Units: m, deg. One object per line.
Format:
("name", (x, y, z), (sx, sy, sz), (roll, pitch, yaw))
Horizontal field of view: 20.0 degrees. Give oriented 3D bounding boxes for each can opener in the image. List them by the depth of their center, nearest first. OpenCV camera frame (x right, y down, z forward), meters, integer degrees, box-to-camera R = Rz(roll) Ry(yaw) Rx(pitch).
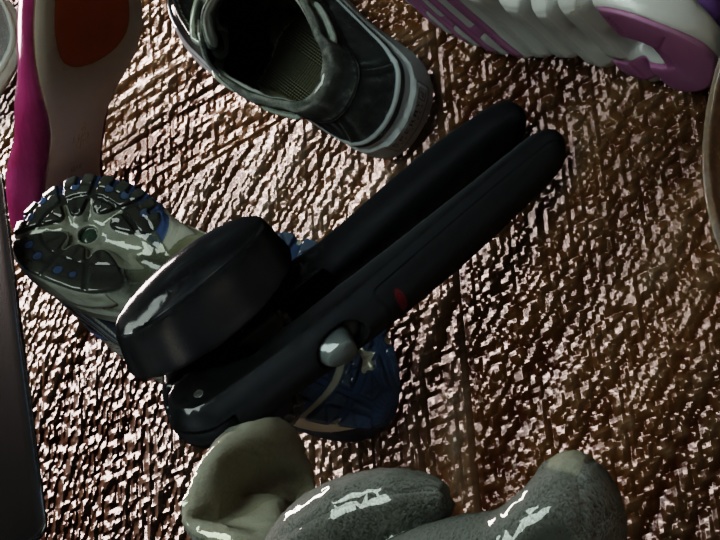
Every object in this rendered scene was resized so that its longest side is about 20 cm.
("can opener", (0.000, 0.000, 0.816), (0.199, 0.079, 0.063), (-32, 53, -11))

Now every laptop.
("laptop", (-0.174, 0.098, 0.950), (0.115, 0.200, 0.188), (-17, 55, 5))

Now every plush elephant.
("plush elephant", (0.006, 0.132, 0.741), (0.198, 0.166, 0.155), (-11, 19, 8))

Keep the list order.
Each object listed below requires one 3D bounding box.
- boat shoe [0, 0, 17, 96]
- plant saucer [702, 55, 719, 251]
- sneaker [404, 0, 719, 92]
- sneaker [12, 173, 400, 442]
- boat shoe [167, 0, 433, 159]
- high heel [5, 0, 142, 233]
("boat shoe", (-0.257, -0.151, 1.191), (0.075, 0.065, 0.202), (-56, 43, 12))
("plant saucer", (0.206, -0.056, 0.685), (0.199, 0.037, 0.202), (-21, 58, 38))
("sneaker", (0.080, -0.136, 0.830), (0.199, 0.080, 0.089), (19, 80, 44))
("sneaker", (-0.059, 0.024, 0.908), (0.199, 0.085, 0.077), (28, 68, 29))
("boat shoe", (-0.043, -0.115, 0.946), (0.200, 0.071, 0.073), (33, 97, 49))
("high heel", (-0.156, -0.093, 0.998), (0.096, 0.067, 0.202), (26, 125, 41))
